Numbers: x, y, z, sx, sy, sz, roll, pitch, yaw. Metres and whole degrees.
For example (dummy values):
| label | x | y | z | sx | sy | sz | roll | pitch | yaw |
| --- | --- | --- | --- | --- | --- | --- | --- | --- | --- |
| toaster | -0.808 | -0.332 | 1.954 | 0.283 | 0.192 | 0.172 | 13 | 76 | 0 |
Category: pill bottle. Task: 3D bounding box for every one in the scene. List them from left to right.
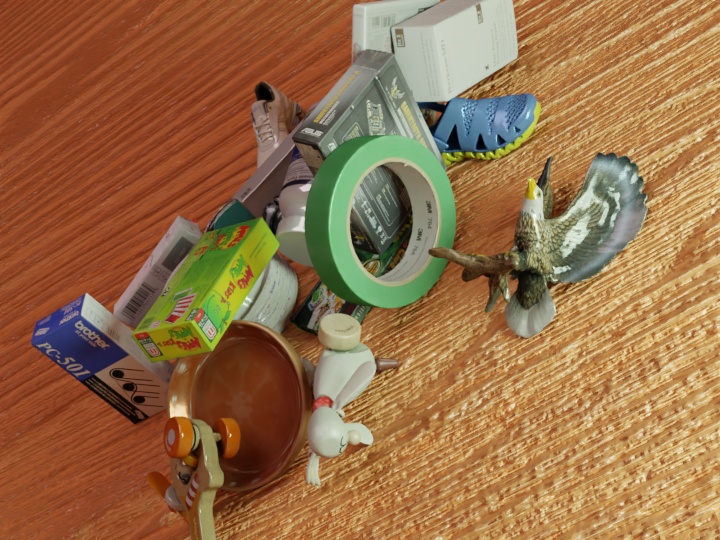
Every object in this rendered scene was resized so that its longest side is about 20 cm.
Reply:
| label | x | y | z | sx | sy | sz | roll | pitch | yaw |
| --- | --- | --- | --- | --- | --- | --- | --- | --- | --- |
| pill bottle | -0.041 | -0.112 | 1.584 | 0.115 | 0.116 | 0.201 | -8 | 56 | 42 |

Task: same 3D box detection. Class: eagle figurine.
| label | x | y | z | sx | sy | sz | roll | pitch | yaw |
| --- | --- | --- | --- | --- | --- | --- | --- | --- | --- |
| eagle figurine | 0.202 | -0.043 | 1.319 | 0.200 | 0.151 | 0.152 | -31 | 67 | -35 |

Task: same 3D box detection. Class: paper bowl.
| label | x | y | z | sx | sy | sz | roll | pitch | yaw |
| --- | --- | --- | --- | --- | --- | --- | --- | --- | --- |
| paper bowl | -0.191 | 0.040 | 1.642 | 0.200 | 0.104 | 0.201 | -27 | 39 | 24 |

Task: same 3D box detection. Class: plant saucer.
| label | x | y | z | sx | sy | sz | roll | pitch | yaw |
| --- | --- | --- | --- | --- | --- | --- | --- | --- | --- |
| plant saucer | -0.143 | 0.160 | 1.446 | 0.199 | 0.032 | 0.202 | -3 | 83 | 29 |

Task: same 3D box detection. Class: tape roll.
| label | x | y | z | sx | sy | sz | roll | pitch | yaw |
| --- | --- | --- | --- | --- | --- | --- | --- | --- | --- |
| tape roll | 0.026 | -0.057 | 1.424 | 0.048 | 0.200 | 0.201 | 4 | 57 | 50 |

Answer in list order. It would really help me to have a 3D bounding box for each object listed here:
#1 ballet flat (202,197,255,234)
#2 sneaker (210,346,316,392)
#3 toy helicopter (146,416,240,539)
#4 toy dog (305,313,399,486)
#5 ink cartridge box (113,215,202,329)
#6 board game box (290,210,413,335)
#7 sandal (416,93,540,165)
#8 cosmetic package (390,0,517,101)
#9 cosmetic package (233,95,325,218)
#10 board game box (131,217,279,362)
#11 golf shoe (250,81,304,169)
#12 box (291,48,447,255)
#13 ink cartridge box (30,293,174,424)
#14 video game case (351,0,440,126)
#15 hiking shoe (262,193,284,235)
| label | x | y | z | sx | sy | sz | roll | pitch | yaw |
| --- | --- | --- | --- | --- | --- | --- | --- | --- | --- |
| ballet flat | -0.207 | -0.039 | 1.787 | 0.200 | 0.069 | 0.071 | -54 | 15 | -12 |
| sneaker | -0.139 | 0.124 | 1.497 | 0.199 | 0.100 | 0.075 | -5 | 41 | 43 |
| toy helicopter | -0.192 | 0.271 | 1.398 | 0.132 | 0.079 | 0.201 | -40 | 53 | 45 |
| toy dog | -0.006 | 0.138 | 1.351 | 0.096 | 0.132 | 0.201 | 4 | 51 | 0 |
| ink cartridge box | -0.299 | -0.009 | 1.786 | 0.163 | 0.057 | 0.200 | -54 | 20 | 4 |
| board game box | 0.000 | 0.000 | 1.552 | 0.105 | 0.023 | 0.200 | 15 | 66 | 54 |
| sandal | 0.136 | -0.188 | 1.552 | 0.199 | 0.087 | 0.080 | -14 | 42 | 35 |
| cosmetic package | 0.126 | -0.295 | 1.582 | 0.074 | 0.102 | 0.200 | 5 | 28 | 34 |
| cosmetic package | -0.084 | -0.150 | 1.747 | 0.200 | 0.083 | 0.051 | -47 | 26 | -5 |
| board game box | -0.186 | 0.022 | 1.486 | 0.101 | 0.048 | 0.200 | -13 | 33 | 34 |
| golf shoe | -0.142 | -0.208 | 1.861 | 0.078 | 0.097 | 0.201 | -27 | 39 | 21 |
| box | 0.016 | -0.143 | 1.488 | 0.048 | 0.200 | 0.159 | 17 | 60 | 39 |
| ink cartridge box | -0.331 | 0.120 | 1.615 | 0.094 | 0.200 | 0.044 | -27 | 37 | 24 |
| video game case | 0.046 | -0.257 | 1.569 | 0.023 | 0.183 | 0.200 | 11 | 20 | 28 |
| hiking shoe | -0.041 | -0.108 | 1.687 | 0.087 | 0.074 | 0.200 | 37 | 79 | 30 |
